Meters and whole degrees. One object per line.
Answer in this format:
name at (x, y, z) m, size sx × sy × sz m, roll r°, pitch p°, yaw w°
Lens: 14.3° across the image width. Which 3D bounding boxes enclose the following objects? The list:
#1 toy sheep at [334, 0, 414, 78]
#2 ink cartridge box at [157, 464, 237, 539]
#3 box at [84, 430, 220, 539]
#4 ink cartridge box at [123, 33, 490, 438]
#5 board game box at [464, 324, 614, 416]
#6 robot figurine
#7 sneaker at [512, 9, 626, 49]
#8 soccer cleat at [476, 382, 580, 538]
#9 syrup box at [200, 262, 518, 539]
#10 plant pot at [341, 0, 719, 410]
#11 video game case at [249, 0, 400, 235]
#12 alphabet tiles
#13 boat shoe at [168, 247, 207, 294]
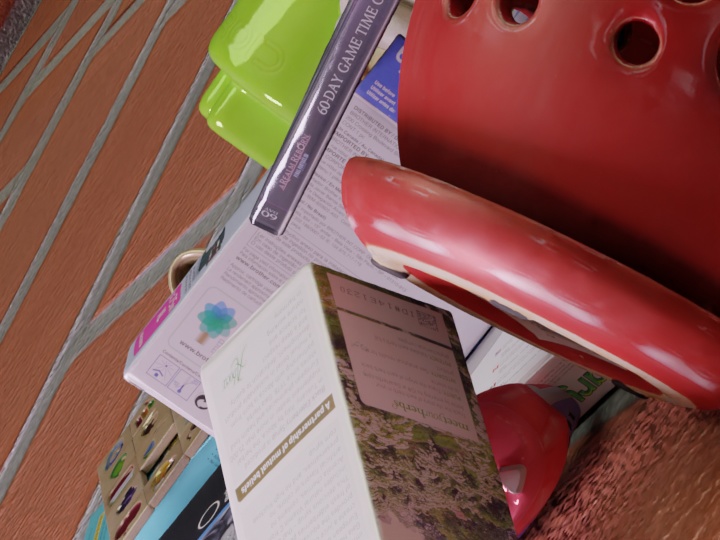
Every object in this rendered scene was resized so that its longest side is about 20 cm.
toy sheep at (0.054, -0.140, 1.558) m, size 0.200 × 0.138 × 0.138 m, roll -54°, pitch 13°, yaw -21°
ink cartridge box at (-0.090, 0.191, 1.447) m, size 0.200 × 0.043 × 0.198 m, roll -53°, pitch 15°, yaw 11°
box at (-0.082, 0.106, 1.595) m, size 0.200 × 0.049 × 0.082 m, roll -49°, pitch 15°, yaw 24°
ink cartridge box at (0.000, 0.000, 1.278) m, size 0.200 × 0.119 × 0.042 m, roll -51°, pitch 13°, yaw 16°
board game box at (0.089, 0.019, 1.263) m, size 0.200 × 0.035 × 0.126 m, roll -46°, pitch 18°, yaw 34°
robot figurine at (-0.019, -0.161, 1.857) m, size 0.200 × 0.116 × 0.175 m, roll -54°, pitch 15°, yaw 5°
sneaker at (0.092, -0.090, 1.216) m, size 0.087 × 0.075 × 0.200 m, roll 23°, pitch 91°, yaw 65°
soccer cleat at (0.023, 0.125, 1.214) m, size 0.200 × 0.067 × 0.076 m, roll -53°, pitch -16°, yaw 27°
syrup box at (0.006, 0.103, 1.101) m, size 0.081 × 0.079 × 0.200 m, roll -44°, pitch 43°, yaw 32°
plant pot at (0.106, -0.056, 1.067) m, size 0.183 × 0.200 × 0.200 m, roll -65°, pitch 15°, yaw -5°
video game case at (0.014, -0.126, 1.138) m, size 0.200 × 0.019 × 0.143 m, roll -61°, pitch 5°, yaw 38°
alphabet tiles at (-0.084, 0.056, 1.603) m, size 0.200 × 0.008 × 0.167 m, roll -54°, pitch 13°, yaw 5°
boat shoe at (-0.034, 0.041, 1.445) m, size 0.072 × 0.065 × 0.200 m, roll -55°, pitch 38°, yaw 1°
